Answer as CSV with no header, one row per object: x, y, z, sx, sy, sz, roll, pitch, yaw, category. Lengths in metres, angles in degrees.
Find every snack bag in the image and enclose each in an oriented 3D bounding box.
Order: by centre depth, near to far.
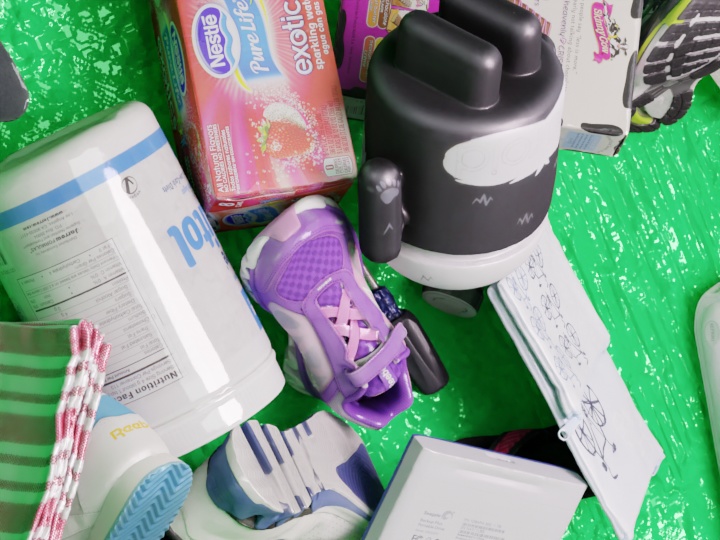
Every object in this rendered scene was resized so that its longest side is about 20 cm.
0.150,0.071,1.818,0.200,0.021,0.189,62,17,-7,snack bag

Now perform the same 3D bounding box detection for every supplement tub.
-0.145,0.010,1.663,0.132,0.132,0.200,-33,102,-29,supplement tub

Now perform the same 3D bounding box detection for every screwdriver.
0.000,0.000,1.806,0.200,0.028,0.029,55,34,-17,screwdriver

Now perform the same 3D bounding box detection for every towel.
-0.221,0.123,1.596,0.030,0.146,0.200,25,73,-39,towel

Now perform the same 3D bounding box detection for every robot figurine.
0.060,-0.081,1.685,0.150,0.200,0.125,-8,45,-11,robot figurine

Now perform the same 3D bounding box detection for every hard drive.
0.049,0.207,1.754,0.132,0.025,0.200,15,109,-31,hard drive

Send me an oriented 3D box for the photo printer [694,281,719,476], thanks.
0.327,0.088,1.966,0.166,0.069,0.200,-9,89,-31,photo printer

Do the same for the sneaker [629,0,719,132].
0.207,-0.166,1.861,0.074,0.200,0.081,-5,70,-21,sneaker

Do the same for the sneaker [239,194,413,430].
-0.011,0.033,1.704,0.080,0.088,0.200,-36,145,-11,sneaker

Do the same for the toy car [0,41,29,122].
-0.259,-0.182,1.617,0.164,0.158,0.200,-6,100,-19,toy car

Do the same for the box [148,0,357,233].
-0.073,-0.133,1.709,0.095,0.100,0.200,-8,79,-14,box

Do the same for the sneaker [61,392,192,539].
-0.178,0.163,1.625,0.081,0.200,0.077,47,25,24,sneaker

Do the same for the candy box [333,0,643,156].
0.084,-0.160,1.809,0.200,0.061,0.136,9,77,-1,candy box

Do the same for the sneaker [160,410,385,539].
-0.070,0.148,1.718,0.199,0.115,0.081,12,51,-61,sneaker

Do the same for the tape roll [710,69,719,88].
0.297,-0.208,1.964,0.203,0.037,0.203,15,70,-46,tape roll

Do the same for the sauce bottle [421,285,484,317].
0.093,-0.066,1.848,0.065,0.065,0.200,31,70,-24,sauce bottle

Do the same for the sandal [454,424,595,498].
0.114,0.138,1.845,0.200,0.045,0.075,-17,86,-32,sandal
